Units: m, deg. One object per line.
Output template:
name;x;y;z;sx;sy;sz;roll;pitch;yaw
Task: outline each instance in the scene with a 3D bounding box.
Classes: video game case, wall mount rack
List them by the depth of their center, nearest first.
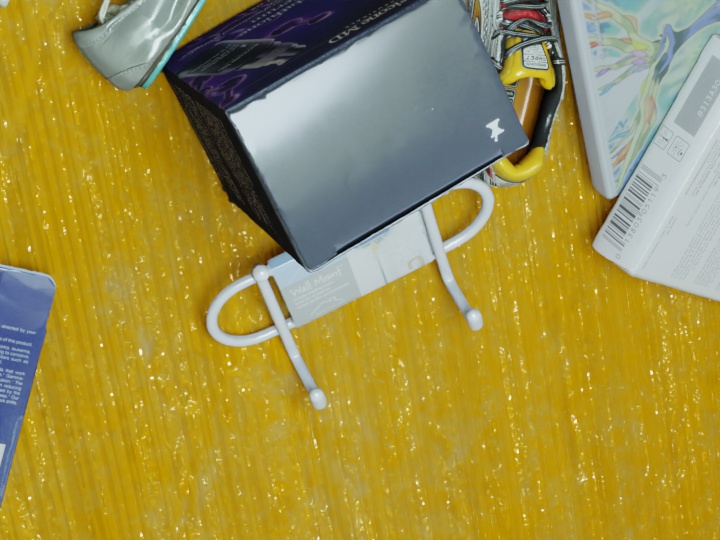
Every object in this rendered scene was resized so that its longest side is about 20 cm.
wall mount rack;0.000;0.000;1.194;0.199;0.075;0.174;-26;144;-4
video game case;0.208;-0.164;1.233;0.182;0.022;0.201;-33;136;-15

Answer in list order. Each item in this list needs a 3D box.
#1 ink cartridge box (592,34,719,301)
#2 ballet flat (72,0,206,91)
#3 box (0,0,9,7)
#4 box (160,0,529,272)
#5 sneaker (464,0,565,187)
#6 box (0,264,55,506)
ink cartridge box;0.267;-0.055;1.309;0.199;0.050;0.162;13;111;-43
ballet flat;-0.095;-0.197;1.156;0.064;0.067;0.200;39;89;-12
box;-0.267;-0.231;1.075;0.199;0.095;0.078;30;92;-24
box;-0.015;-0.098;1.132;0.148;0.200;0.105;-31;110;-9
sneaker;0.102;-0.149;1.221;0.077;0.082;0.201;-2;104;-17
box;-0.265;0.084;1.187;0.121;0.032;0.201;13;101;-21
